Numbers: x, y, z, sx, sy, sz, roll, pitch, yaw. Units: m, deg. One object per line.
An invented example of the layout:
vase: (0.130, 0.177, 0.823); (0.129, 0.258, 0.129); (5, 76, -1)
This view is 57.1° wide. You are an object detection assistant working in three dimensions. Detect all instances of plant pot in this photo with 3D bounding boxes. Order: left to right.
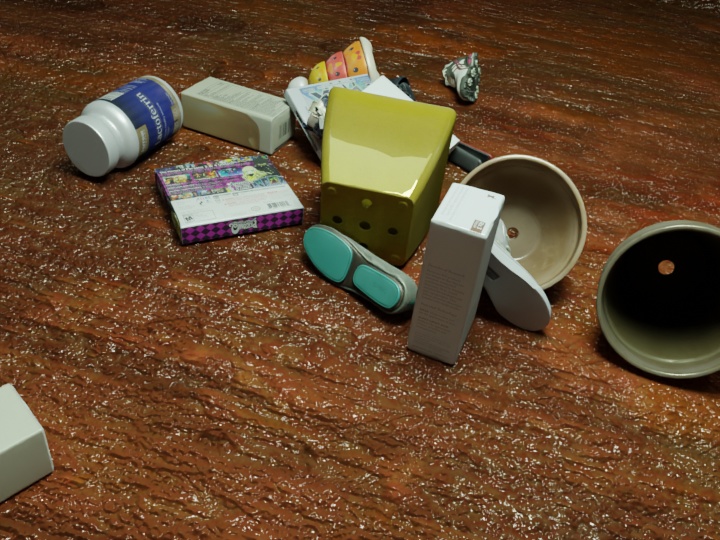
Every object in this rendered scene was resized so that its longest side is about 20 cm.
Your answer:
plant pot: (0.025, -0.126, 1.003); (0.196, 0.202, 0.178); (11, 48, 5)
plant pot: (0.230, -0.061, 0.990); (0.197, 0.205, 0.093); (16, -4, 12)
plant pot: (0.424, 0.017, 0.898); (0.197, 0.204, 0.173); (18, 22, 14)

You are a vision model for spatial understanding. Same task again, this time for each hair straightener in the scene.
hair straightener: (0.156, -0.239, 1.281); (0.199, 0.041, 0.076); (37, 46, 25)

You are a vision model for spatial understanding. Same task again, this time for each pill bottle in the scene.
pill bottle: (-0.402, -0.246, 1.130); (0.114, 0.117, 0.201); (18, 39, 13)

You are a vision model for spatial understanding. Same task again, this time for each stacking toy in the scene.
stacking toy: (-0.059, -0.400, 1.414); (0.196, 0.148, 0.147); (-15, 39, 1)

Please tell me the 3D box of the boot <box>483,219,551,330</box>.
boot: (0.196, -0.015, 0.907); (0.200, 0.073, 0.096); (46, 42, -15)

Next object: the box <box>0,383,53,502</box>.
box: (-0.393, 0.193, 0.599); (0.082, 0.069, 0.198); (35, 44, 31)

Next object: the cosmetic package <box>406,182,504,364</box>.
cosmetic package: (0.116, 0.006, 0.824); (0.073, 0.203, 0.102); (17, 37, 15)

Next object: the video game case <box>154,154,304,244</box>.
video game case: (-0.214, -0.121, 1.067); (0.197, 0.036, 0.182); (-12, 42, -25)

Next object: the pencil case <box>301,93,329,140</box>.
pencil case: (-0.008, -0.223, 1.157); (0.199, 0.078, 0.089); (40, 24, 10)

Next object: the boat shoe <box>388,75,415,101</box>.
boat shoe: (0.082, -0.361, 1.397); (0.061, 0.075, 0.201); (-19, 31, 13)

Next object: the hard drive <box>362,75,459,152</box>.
hard drive: (0.071, -0.266, 1.239); (0.200, 0.027, 0.132); (43, 64, 11)

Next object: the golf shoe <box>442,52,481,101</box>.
golf shoe: (0.236, -0.447, 1.560); (0.086, 0.078, 0.201); (-5, 32, 17)

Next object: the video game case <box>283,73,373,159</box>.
video game case: (-0.022, -0.286, 1.263); (0.198, 0.022, 0.184); (-21, 73, -33)

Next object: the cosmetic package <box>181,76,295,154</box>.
cosmetic package: (-0.231, -0.298, 1.264); (0.197, 0.072, 0.105); (20, 38, 16)

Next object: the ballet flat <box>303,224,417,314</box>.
ballet flat: (0.000, 0.000, 0.941); (0.199, 0.068, 0.063); (35, 17, 30)
